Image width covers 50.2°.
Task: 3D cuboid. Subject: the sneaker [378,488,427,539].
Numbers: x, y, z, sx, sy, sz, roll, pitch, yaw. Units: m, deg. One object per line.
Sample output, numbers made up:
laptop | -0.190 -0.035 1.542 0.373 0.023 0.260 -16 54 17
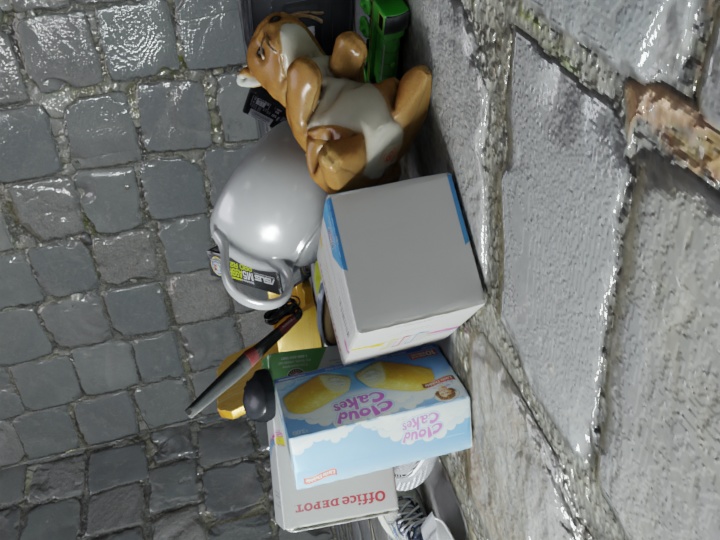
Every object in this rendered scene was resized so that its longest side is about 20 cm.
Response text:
sneaker | 0.081 0.376 1.109 0.204 0.075 0.086 67 157 20

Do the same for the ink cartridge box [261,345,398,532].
ink cartridge box | -0.041 0.199 0.940 0.087 0.141 0.206 142 122 -72

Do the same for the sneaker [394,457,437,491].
sneaker | 0.052 0.177 1.008 0.115 0.073 0.206 -123 28 -65

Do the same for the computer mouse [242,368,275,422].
computer mouse | -0.131 0.152 0.929 0.200 0.033 0.060 148 116 -74

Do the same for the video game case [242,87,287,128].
video game case | -0.070 -0.193 1.028 0.026 0.177 0.200 -63 12 -1

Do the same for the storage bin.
storage bin | -0.085 -0.337 1.001 0.202 0.131 0.096 95 160 -58

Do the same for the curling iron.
curling iron | -0.145 0.109 0.969 0.049 0.201 0.026 23 156 46

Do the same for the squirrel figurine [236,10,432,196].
squirrel figurine | -0.038 -0.160 0.777 0.186 0.142 0.201 40 167 18

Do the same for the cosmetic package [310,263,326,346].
cosmetic package | -0.016 0.057 1.157 0.202 0.105 0.086 93 162 -52

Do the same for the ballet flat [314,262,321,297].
ballet flat | -0.018 -0.043 1.042 0.067 0.065 0.205 134 151 -58

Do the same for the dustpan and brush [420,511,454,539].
dustpan and brush | 0.124 0.409 0.948 0.140 0.055 0.205 95 167 -64

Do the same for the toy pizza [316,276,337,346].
toy pizza | 0.000 0.000 0.959 0.200 0.031 0.206 18 -91 -73

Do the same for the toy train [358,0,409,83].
toy train | 0.024 -0.251 0.766 0.057 0.041 0.202 60 163 29

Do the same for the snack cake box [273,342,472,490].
snack cake box | 0.011 0.155 0.837 0.115 0.194 0.069 -124 25 -63

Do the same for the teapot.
teapot | -0.081 -0.068 0.934 0.145 0.202 0.197 38 -169 4

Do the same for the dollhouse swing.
dollhouse swing | -0.154 0.100 1.203 0.201 0.171 0.187 -114 15 -65

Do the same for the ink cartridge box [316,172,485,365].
ink cartridge box | 0.030 0.008 0.777 0.200 0.122 0.132 111 146 -74

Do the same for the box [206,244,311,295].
box | -0.117 -0.037 1.209 0.157 0.199 0.045 11 121 36
